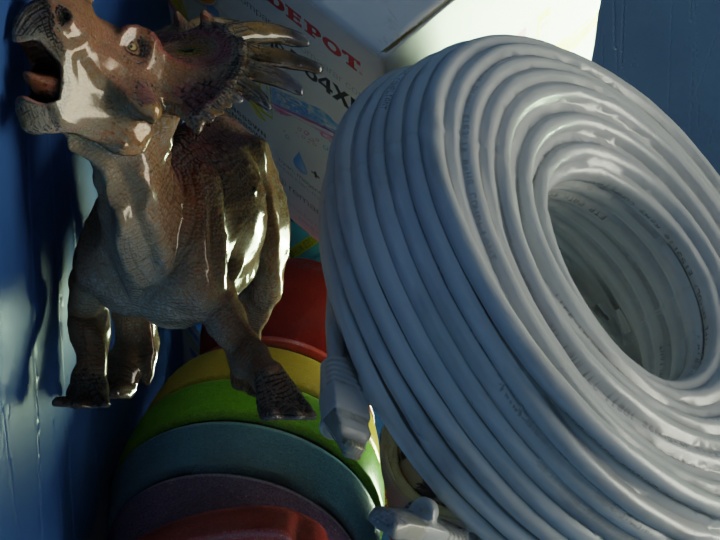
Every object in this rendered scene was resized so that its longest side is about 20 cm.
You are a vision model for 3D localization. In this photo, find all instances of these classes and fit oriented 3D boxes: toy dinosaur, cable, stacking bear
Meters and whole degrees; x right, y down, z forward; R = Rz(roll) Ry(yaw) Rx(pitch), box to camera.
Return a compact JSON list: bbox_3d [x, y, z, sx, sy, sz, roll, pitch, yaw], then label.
[{"bbox_3d":[-0.054,-0.024,0.681,0.200,0.086,0.136,-37,128,-90],"label":"toy dinosaur"},{"bbox_3d":[0.071,0.010,0.706,0.069,0.200,0.200,-36,-132,34],"label":"cable"},{"bbox_3d":[-0.036,0.074,0.831,0.200,0.113,0.122,-78,152,-48],"label":"stacking bear"}]

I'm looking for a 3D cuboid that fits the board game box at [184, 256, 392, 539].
[{"bbox_3d":[-0.002,0.112,1.000,0.200,0.056,0.196,53,-13,20],"label":"board game box"}]

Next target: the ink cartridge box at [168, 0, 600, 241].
[{"bbox_3d":[0.008,-0.112,0.823,0.125,0.129,0.200,-42,157,-20],"label":"ink cartridge box"}]

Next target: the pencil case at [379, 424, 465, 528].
[{"bbox_3d":[0.067,0.125,0.817,0.078,0.089,0.200,-87,164,-50],"label":"pencil case"}]

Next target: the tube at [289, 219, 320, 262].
[{"bbox_3d":[0.000,0.000,0.951,0.200,0.050,0.077,59,-26,0],"label":"tube"}]
